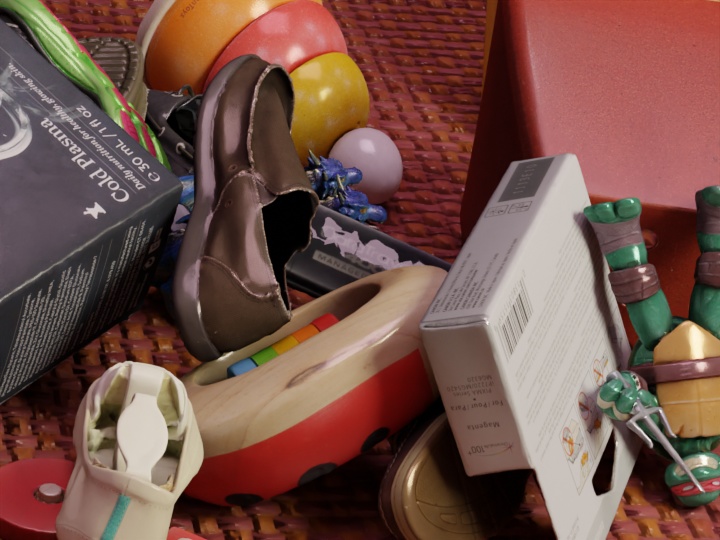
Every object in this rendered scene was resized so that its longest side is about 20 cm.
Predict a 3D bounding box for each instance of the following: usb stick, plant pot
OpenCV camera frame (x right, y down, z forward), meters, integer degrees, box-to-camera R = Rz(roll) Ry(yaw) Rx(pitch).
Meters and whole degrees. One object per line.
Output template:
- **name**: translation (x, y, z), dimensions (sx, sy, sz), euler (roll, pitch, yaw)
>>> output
- **usb stick**: translation (0.000, 0.000, 1.681), dimensions (0.199, 0.033, 0.056), euler (24, 64, -2)
- **plant pot**: translation (0.166, -0.037, 1.757), dimensions (0.199, 0.201, 0.177), euler (8, 38, -1)

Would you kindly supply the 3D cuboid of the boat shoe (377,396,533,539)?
- **boat shoe**: translation (0.050, 0.100, 1.595), dimensions (0.072, 0.072, 0.200), euler (-13, 17, 30)

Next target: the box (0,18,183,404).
- **box**: translation (-0.241, -0.030, 1.592), dimensions (0.200, 0.124, 0.196), euler (41, 50, 15)

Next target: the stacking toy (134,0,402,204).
- **stacking toy**: translation (-0.045, -0.113, 1.930), dimensions (0.146, 0.146, 0.200), euler (-18, 56, -40)

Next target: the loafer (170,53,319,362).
- **loafer**: translation (-0.053, -0.035, 1.606), dimensions (0.071, 0.073, 0.201), euler (-6, 53, 17)

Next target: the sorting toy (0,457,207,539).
- **sorting toy**: translation (-0.141, 0.170, 1.389), dimensions (0.198, 0.070, 0.200), euler (20, 30, 20)

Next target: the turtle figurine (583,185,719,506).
- **turtle figurine**: translation (0.185, 0.057, 1.614), dimensions (0.149, 0.201, 0.101), euler (-8, -4, -27)

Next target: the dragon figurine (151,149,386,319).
- **dragon figurine**: translation (-0.087, -0.022, 1.734), dimensions (0.199, 0.100, 0.059), euler (1, 28, -14)

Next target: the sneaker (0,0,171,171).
- **sneaker**: translation (-0.176, -0.081, 1.716), dimensions (0.084, 0.077, 0.200), euler (-41, 50, 1)

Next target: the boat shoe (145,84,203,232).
- **boat shoe**: translation (-0.116, -0.082, 1.846), dimensions (0.070, 0.066, 0.200), euler (36, 11, -35)

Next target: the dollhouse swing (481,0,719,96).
- **dollhouse swing**: translation (0.205, -0.146, 1.995), dimensions (0.199, 0.183, 0.176), euler (1, 8, -16)

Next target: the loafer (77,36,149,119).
- **loafer**: translation (-0.175, -0.068, 1.790), dimensions (0.076, 0.068, 0.201), euler (4, 44, 9)

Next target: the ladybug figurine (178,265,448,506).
- **ladybug figurine**: translation (-0.029, 0.067, 1.563), dimensions (0.199, 0.072, 0.136), euler (-28, 11, -8)

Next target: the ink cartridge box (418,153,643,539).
- **ink cartridge box**: translation (0.100, 0.056, 1.584), dimensions (0.043, 0.174, 0.200), euler (-8, 25, 23)

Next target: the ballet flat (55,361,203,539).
- **ballet flat**: translation (-0.109, 0.082, 1.423), dimensions (0.069, 0.070, 0.200), euler (7, 22, -4)
